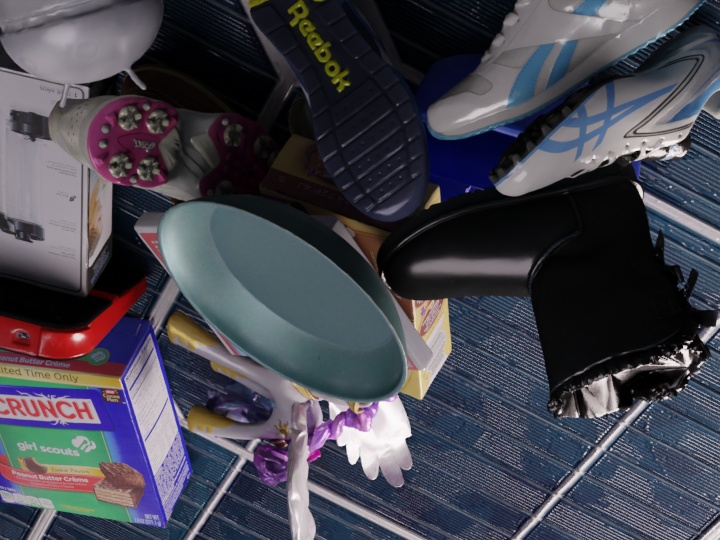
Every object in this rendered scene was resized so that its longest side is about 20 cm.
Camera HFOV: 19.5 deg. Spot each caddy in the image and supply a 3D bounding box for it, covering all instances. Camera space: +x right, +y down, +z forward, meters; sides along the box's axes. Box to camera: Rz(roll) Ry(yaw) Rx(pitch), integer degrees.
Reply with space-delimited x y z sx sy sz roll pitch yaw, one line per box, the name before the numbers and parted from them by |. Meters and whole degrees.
caddy | 0.105 -0.061 1.465 0.199 0.105 0.142 17 137 6

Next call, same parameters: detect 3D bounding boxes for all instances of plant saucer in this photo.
plant saucer | -0.046 0.012 1.424 0.199 0.036 0.200 26 151 16

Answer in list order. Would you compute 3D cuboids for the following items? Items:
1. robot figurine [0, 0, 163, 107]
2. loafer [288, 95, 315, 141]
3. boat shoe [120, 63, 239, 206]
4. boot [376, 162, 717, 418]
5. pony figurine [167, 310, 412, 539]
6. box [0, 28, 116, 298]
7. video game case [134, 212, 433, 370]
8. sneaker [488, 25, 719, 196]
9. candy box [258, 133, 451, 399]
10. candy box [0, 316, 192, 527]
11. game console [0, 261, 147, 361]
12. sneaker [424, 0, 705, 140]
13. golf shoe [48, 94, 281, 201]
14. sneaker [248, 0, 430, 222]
robot figurine | -0.198 -0.212 1.398 0.169 0.113 0.201 -5 104 40
loafer | -0.022 -0.051 1.553 0.069 0.075 0.200 -2 134 19
boat shoe | -0.112 -0.070 1.576 0.072 0.068 0.200 -16 126 35
boot | 0.119 0.022 1.347 0.197 0.163 0.073 -18 145 3
pony figurine | -0.051 0.118 1.706 0.199 0.167 0.194 17 133 29
box | -0.251 -0.084 1.601 0.116 0.060 0.201 13 128 9
video game case | -0.057 0.014 1.498 0.199 0.017 0.143 3 139 44
sneaker | 0.169 -0.092 1.344 0.073 0.200 0.072 61 154 0
candy box | 0.000 0.000 1.497 0.116 0.057 0.200 21 149 19
candy box | -0.252 0.126 1.834 0.168 0.077 0.201 6 135 17
game console | -0.287 0.014 1.665 0.199 0.177 0.031 14 109 8
sneaker | 0.123 -0.153 1.353 0.200 0.077 0.081 -32 93 11
golf shoe | -0.135 -0.087 1.498 0.091 0.076 0.200 17 179 43
sneaker | -0.002 -0.119 1.410 0.074 0.201 0.082 -29 158 11
